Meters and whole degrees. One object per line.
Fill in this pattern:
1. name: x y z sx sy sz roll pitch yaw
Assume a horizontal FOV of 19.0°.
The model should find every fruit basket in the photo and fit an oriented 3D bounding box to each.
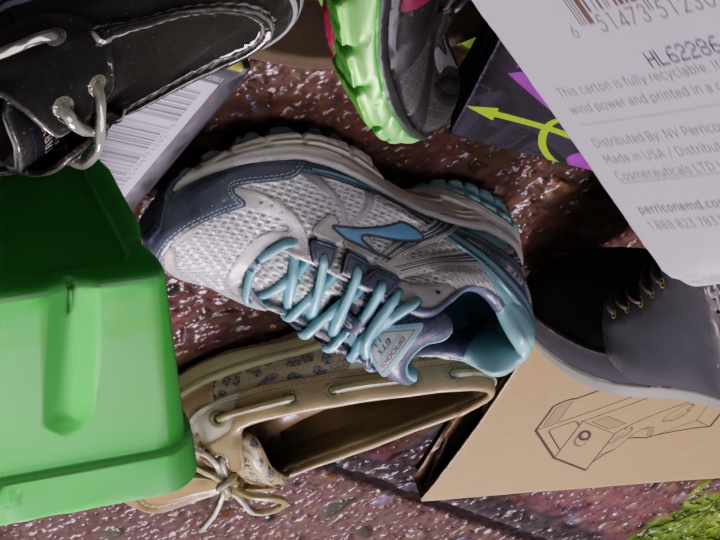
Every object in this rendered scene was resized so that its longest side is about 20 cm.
1. fruit basket: -0.176 0.051 0.800 0.214 0.156 0.217 -18 137 -17

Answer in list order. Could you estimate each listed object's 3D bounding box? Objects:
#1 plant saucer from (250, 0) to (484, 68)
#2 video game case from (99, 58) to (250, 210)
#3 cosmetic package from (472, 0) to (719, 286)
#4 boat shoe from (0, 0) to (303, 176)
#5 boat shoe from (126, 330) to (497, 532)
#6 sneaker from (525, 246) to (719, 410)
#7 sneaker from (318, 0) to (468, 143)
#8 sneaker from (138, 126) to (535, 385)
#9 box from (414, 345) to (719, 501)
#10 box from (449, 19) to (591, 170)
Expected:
1. plant saucer: 0.015 -0.147 0.755 0.199 0.030 0.201 -15 148 -10
2. video game case: -0.168 -0.040 0.817 0.180 0.026 0.200 10 138 -39
3. cosmetic package: 0.151 -0.123 0.609 0.200 0.167 0.167 -44 -163 -21
4. boat shoe: -0.110 -0.061 0.730 0.199 0.064 0.071 -16 148 -6
5. boat shoe: -0.032 0.070 1.017 0.199 0.063 0.073 -29 147 14
6. sneaker: 0.137 0.002 0.947 0.075 0.199 0.106 -51 130 -22
7. sneaker: 0.025 -0.112 0.715 0.083 0.077 0.200 -12 148 -5
8. sneaker: 0.000 0.000 0.909 0.199 0.087 0.078 7 138 -36
9. box: 0.146 0.068 1.149 0.199 0.021 0.164 -2 143 -27
10. box: 0.144 -0.069 0.779 0.198 0.036 0.143 12 156 -6
